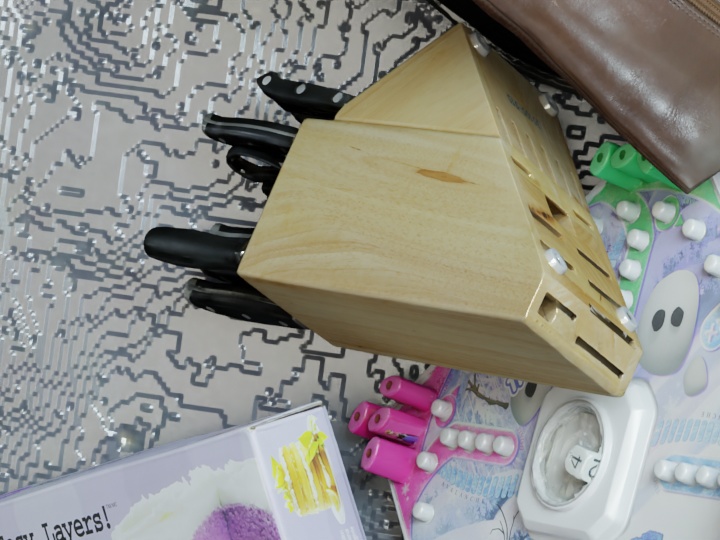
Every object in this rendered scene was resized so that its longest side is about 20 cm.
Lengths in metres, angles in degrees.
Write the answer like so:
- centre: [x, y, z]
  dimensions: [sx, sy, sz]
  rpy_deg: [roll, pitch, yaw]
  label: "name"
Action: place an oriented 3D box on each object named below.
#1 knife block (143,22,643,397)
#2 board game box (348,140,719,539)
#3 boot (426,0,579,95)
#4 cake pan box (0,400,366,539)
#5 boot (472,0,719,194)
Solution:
- centre: [0.000, 0.000, 1.057]
  dimensions: [0.175, 0.064, 0.200]
  rpy_deg: [-36, 43, 20]
  label: "knife block"
- centre: [0.077, 0.067, 1.028]
  dimensions: [0.026, 0.200, 0.200]
  rpy_deg: [20, 126, -32]
  label: "board game box"
- centre: [0.038, -0.137, 1.066]
  dimensions: [0.211, 0.158, 0.080]
  rpy_deg: [30, 93, 6]
  label: "boot"
- centre: [-0.069, 0.161, 1.088]
  dimensions: [0.200, 0.052, 0.185]
  rpy_deg: [-17, 87, 41]
  label: "cake pan box"
- centre: [0.097, -0.149, 0.983]
  dimensions: [0.200, 0.064, 0.187]
  rpy_deg: [33, 84, -9]
  label: "boot"
